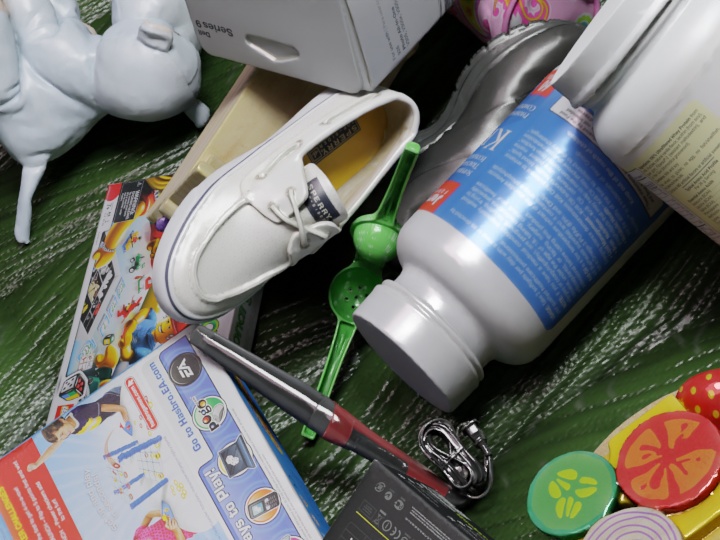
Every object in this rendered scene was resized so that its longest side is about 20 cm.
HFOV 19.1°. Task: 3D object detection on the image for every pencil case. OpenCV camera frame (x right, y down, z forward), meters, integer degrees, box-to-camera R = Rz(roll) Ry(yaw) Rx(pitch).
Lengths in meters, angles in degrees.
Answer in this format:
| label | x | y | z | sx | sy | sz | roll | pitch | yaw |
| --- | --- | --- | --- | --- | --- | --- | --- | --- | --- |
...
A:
| label | x | y | z | sx | sy | sz | roll | pitch | yaw |
| --- | --- | --- | --- | --- | --- | --- | --- | --- | --- |
| pencil case | 0.076 | -0.208 | 1.442 | 0.087 | 0.088 | 0.200 | -40 | 43 | -4 |

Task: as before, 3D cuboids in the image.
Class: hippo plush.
| label | x | y | z | sx | sy | sz | roll | pitch | yaw |
| --- | --- | --- | --- | --- | --- | --- | --- | --- | --- |
| hippo plush | -0.195 | -0.157 | 1.510 | 0.159 | 0.160 | 0.201 | -11 | 49 | 24 |

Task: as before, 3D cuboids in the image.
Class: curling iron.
| label | x | y | z | sx | sy | sz | roll | pitch | yaw |
| --- | --- | --- | --- | --- | --- | --- | --- | --- | --- |
| curling iron | -0.011 | 0.080 | 1.246 | 0.199 | 0.026 | 0.050 | 24 | 77 | 13 |

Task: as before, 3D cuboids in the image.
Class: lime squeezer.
| label | x | y | z | sx | sy | sz | roll | pitch | yaw |
| --- | --- | --- | --- | --- | --- | --- | --- | --- | --- |
| lime squeezer | 0.000 | 0.000 | 1.297 | 0.037 | 0.201 | 0.071 | 27 | 25 | 14 |

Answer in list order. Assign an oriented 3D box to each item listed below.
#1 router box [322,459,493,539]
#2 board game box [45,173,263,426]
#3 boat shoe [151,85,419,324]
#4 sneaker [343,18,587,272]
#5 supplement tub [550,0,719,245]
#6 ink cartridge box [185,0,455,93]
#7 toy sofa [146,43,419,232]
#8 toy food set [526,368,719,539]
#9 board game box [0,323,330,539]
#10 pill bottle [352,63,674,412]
| label | x | y | z | sx | sy | sz | roll | pitch | yaw |
| --- | --- | --- | --- | --- | --- | --- | --- | --- | --- |
| router box | 0.041 | 0.215 | 1.100 | 0.200 | 0.062 | 0.150 | 38 | 94 | 41 |
| board game box | -0.126 | 0.022 | 1.411 | 0.125 | 0.035 | 0.201 | -9 | 51 | 24 |
| boat shoe | -0.040 | -0.041 | 1.279 | 0.200 | 0.071 | 0.070 | -42 | 25 | -25 |
| sneaker | 0.080 | -0.072 | 1.348 | 0.200 | 0.076 | 0.091 | -43 | 51 | 6 |
| supplement tub | 0.217 | -0.087 | 1.156 | 0.145 | 0.199 | 0.145 | -52 | 2 | 3 |
| ink cartridge box | -0.002 | -0.215 | 1.355 | 0.145 | 0.084 | 0.200 | 16 | 51 | 34 |
| toy sofa | -0.051 | -0.090 | 1.404 | 0.098 | 0.083 | 0.201 | -39 | 18 | 55 |
| toy food set | 0.188 | 0.137 | 1.120 | 0.197 | 0.049 | 0.200 | -37 | 45 | 0 |
| board game box | -0.124 | 0.165 | 1.253 | 0.195 | 0.056 | 0.201 | -34 | 56 | 2 |
| pill bottle | 0.091 | -0.017 | 1.257 | 0.200 | 0.112 | 0.112 | -46 | 45 | -11 |
